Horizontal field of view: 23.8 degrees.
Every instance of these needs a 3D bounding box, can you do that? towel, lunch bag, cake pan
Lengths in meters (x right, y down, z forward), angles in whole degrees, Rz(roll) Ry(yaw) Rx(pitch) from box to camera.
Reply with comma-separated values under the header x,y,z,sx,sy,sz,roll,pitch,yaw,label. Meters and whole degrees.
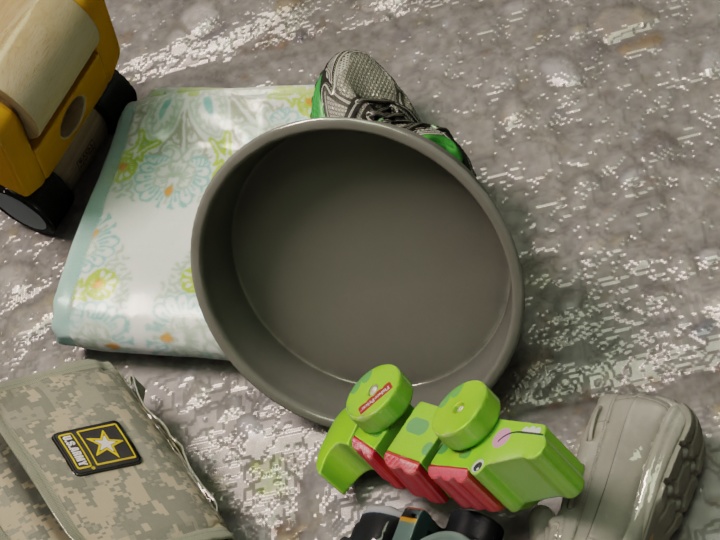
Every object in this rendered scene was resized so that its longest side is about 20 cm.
x,y,z,sx,sy,sz,roll,pitch,yaw,label
-0.100,-0.035,1.125,0.169,0.048,0.202,1,60,24,towel
-0.186,0.155,0.998,0.199,0.118,0.164,-36,53,-10,lunch bag
0.000,0.000,0.986,0.198,0.202,0.037,-5,25,19,cake pan

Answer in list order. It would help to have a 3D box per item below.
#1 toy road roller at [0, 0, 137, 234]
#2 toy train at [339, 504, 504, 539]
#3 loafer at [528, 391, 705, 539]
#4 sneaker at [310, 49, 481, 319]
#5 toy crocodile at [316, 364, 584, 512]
x,y,z,sx,sy,sz,roll,pitch,yaw,label
-0.248,-0.127,1.152,0.145,0.200,0.124,26,70,9,toy road roller
0.009,0.215,0.904,0.113,0.085,0.202,4,60,35,toy train
0.119,0.153,0.907,0.069,0.070,0.201,12,56,33,loafer
0.032,-0.070,1.058,0.077,0.086,0.201,-11,52,-26,sneaker
0.044,0.099,0.931,0.199,0.068,0.062,5,54,53,toy crocodile
